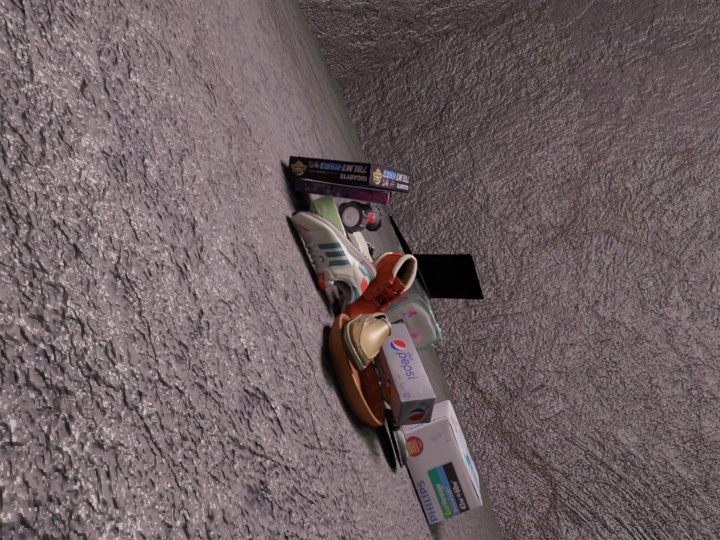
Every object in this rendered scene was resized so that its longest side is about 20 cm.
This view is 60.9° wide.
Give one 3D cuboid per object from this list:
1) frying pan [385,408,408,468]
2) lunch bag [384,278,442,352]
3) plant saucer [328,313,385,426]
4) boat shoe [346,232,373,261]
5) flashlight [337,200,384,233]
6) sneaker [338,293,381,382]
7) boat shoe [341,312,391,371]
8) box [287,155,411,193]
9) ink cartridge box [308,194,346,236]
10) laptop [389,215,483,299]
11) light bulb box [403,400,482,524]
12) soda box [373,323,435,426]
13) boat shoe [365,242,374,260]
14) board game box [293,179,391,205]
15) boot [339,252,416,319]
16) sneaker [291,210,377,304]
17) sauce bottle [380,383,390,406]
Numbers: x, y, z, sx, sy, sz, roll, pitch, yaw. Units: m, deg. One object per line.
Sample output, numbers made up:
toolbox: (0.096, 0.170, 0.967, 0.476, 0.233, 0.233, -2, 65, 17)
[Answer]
frying pan: (0.063, 0.291, 1.168, 0.116, 0.030, 0.194, -112, -171, -56)
lunch bag: (0.080, 0.108, 1.372, 0.123, 0.167, 0.203, 59, 9, -48)
plant saucer: (-0.010, 0.178, 1.075, 0.200, 0.037, 0.204, -23, 91, -81)
boat shoe: (0.001, 0.000, 1.331, 0.072, 0.060, 0.205, 16, 46, -63)
flashlight: (0.006, -0.112, 1.337, 0.068, 0.068, 0.200, 46, 12, 12)
sneaker: (0.022, 0.134, 1.259, 0.078, 0.076, 0.204, -80, 149, -79)
boat shoe: (0.017, 0.106, 1.039, 0.200, 0.075, 0.073, -74, 141, -76)
box: (-0.019, -0.201, 1.282, 0.199, 0.194, 0.051, -6, 104, -62)
ink cartridge box: (-0.067, -0.058, 1.283, 0.200, 0.047, 0.149, 137, -67, -74)
laptop: (0.173, -0.028, 1.395, 0.202, 0.114, 0.188, 64, 2, 37)
light bulb box: (0.179, 0.421, 1.374, 0.200, 0.122, 0.202, 6, 62, -82)
soda box: (0.074, 0.186, 1.128, 0.202, 0.066, 0.065, -112, -156, -52)
boat shoe: (0.001, -0.057, 1.459, 0.200, 0.062, 0.074, 49, -21, 52)
board game box: (-0.034, -0.166, 1.293, 0.120, 0.195, 0.033, -31, 130, -83)
boot: (0.035, 0.047, 1.180, 0.075, 0.202, 0.106, 41, -21, -24)
sneaker: (-0.061, -0.021, 1.125, 0.199, 0.094, 0.070, 42, -22, -19)
sauce bottle: (0.082, 0.252, 1.226, 0.200, 0.065, 0.067, 167, -100, -84)
